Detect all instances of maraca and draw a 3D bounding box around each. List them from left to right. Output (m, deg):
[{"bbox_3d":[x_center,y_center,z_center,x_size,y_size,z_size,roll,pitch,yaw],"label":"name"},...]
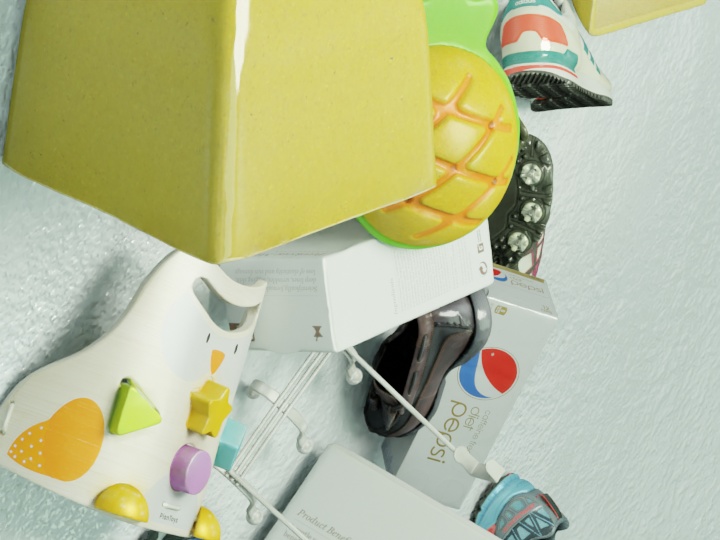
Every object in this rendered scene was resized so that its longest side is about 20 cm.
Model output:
[{"bbox_3d":[0.045,-0.108,1.604,0.136,0.107,0.201,-14,117,-19],"label":"maraca"}]

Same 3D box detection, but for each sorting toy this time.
[{"bbox_3d":[-0.127,0.077,1.565,0.200,0.106,0.181,25,89,-61],"label":"sorting toy"}]

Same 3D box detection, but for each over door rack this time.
[{"bbox_3d":[-0.013,0.149,1.762,0.200,0.067,0.148,41,73,-14],"label":"over door rack"}]

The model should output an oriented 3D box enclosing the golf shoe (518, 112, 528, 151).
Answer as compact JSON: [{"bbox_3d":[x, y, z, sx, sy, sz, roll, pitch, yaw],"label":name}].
[{"bbox_3d":[0.062,-0.138,1.698,0.079,0.097,0.200,-56,150,9],"label":"golf shoe"}]

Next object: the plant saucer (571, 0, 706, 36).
[{"bbox_3d":[0.229,-0.303,1.871,0.200,0.048,0.201,-21,124,-50],"label":"plant saucer"}]

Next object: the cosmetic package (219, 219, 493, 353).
[{"bbox_3d":[0.000,0.000,1.695,0.200,0.101,0.075,-21,106,-51],"label":"cosmetic package"}]

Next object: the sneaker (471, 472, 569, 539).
[{"bbox_3d":[0.141,0.294,2.171,0.079,0.095,0.201,-24,132,-48],"label":"sneaker"}]

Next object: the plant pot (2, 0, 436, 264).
[{"bbox_3d":[-0.079,-0.148,1.377,0.194,0.195,0.201,-21,124,-43],"label":"plant pot"}]

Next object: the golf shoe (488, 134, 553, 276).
[{"bbox_3d":[0.118,-0.033,1.920,0.088,0.077,0.201,-52,158,-56],"label":"golf shoe"}]

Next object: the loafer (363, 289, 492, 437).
[{"bbox_3d":[0.036,0.071,1.824,0.063,0.072,0.200,-6,152,-28],"label":"loafer"}]

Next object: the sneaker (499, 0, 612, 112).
[{"bbox_3d":[0.155,-0.180,1.844,0.200,0.070,0.094,9,79,-72],"label":"sneaker"}]

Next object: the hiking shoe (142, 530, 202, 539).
[{"bbox_3d":[-0.148,0.276,1.698,0.074,0.086,0.201,35,82,-52],"label":"hiking shoe"}]

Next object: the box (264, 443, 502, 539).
[{"bbox_3d":[0.029,0.281,1.869,0.172,0.198,0.200,-55,155,-14],"label":"box"}]

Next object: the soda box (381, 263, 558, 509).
[{"bbox_3d":[0.087,0.093,1.895,0.068,0.064,0.201,17,118,-17],"label":"soda box"}]
